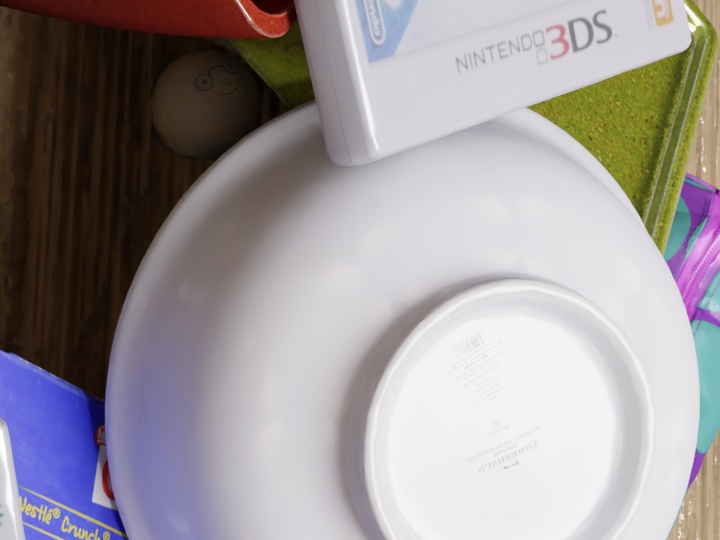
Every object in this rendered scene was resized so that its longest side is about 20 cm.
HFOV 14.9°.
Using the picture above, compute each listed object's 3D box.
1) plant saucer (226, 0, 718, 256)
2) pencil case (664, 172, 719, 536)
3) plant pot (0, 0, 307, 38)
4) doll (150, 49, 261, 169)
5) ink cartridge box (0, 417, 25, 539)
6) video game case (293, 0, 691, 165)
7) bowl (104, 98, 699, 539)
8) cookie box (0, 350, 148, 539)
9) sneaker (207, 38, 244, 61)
[{"bbox_3d":[0.055,-0.082,0.955,0.200,0.048,0.200,47,37,-21],"label":"plant saucer"},{"bbox_3d":[0.098,0.054,1.045,0.085,0.093,0.201,29,55,-3],"label":"pencil case"},{"bbox_3d":[-0.098,-0.196,0.847,0.200,0.175,0.200,55,48,-30],"label":"plant pot"},{"bbox_3d":[0.000,0.000,0.971,0.136,0.049,0.200,-39,79,-25],"label":"doll"},{"bbox_3d":[-0.177,0.148,0.729,0.195,0.043,0.201,-11,105,-17],"label":"ink cartridge box"},{"bbox_3d":[0.030,-0.148,0.842,0.182,0.022,0.201,-22,102,-50],"label":"video game case"},{"bbox_3d":[0.029,0.045,0.844,0.200,0.090,0.203,-3,98,-22],"label":"bowl"},{"bbox_3d":[-0.099,0.149,0.869,0.171,0.075,0.201,32,62,-40],"label":"cookie box"},{"bbox_3d":[0.015,-0.084,1.030,0.200,0.087,0.076,34,58,-42],"label":"sneaker"}]
